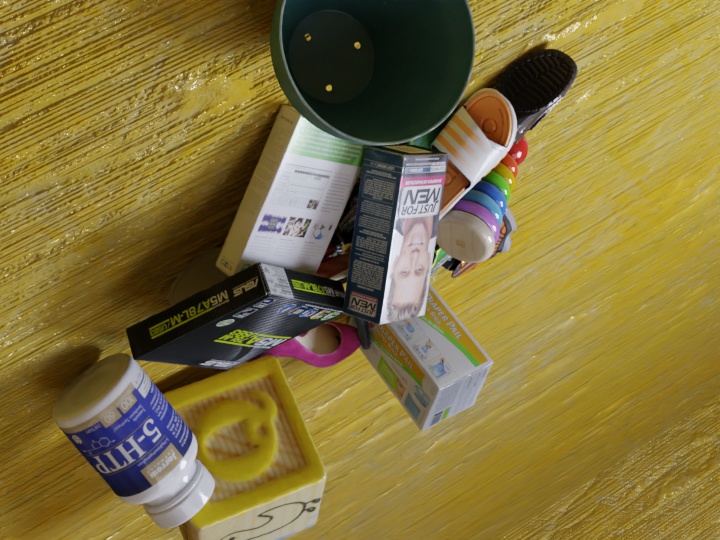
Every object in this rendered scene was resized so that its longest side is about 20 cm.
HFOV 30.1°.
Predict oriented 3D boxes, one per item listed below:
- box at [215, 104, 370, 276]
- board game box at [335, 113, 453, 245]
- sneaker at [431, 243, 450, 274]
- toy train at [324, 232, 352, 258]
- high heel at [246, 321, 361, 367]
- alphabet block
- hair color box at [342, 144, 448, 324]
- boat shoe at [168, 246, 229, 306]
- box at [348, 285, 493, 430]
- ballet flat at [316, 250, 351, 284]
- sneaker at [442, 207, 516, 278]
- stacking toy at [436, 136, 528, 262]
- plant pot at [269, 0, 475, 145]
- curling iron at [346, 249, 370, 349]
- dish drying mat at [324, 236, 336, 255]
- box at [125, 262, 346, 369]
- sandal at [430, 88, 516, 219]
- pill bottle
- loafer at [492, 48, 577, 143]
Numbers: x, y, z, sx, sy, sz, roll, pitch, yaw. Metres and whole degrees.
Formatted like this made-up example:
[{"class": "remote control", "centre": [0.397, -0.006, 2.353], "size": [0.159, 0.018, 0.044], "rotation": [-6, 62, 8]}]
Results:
[{"class": "box", "centre": [-0.072, -0.082, 1.521], "size": [0.144, 0.036, 0.201], "rotation": [6, 114, -53]}, {"class": "board game box", "centre": [0.040, -0.123, 1.650], "size": [0.200, 0.023, 0.105], "rotation": [-43, 155, -11]}, {"class": "sneaker", "centre": [0.104, -0.049, 1.809], "size": [0.200, 0.078, 0.085], "rotation": [-38, 174, 0]}, {"class": "toy train", "centre": [-0.050, -0.008, 1.749], "size": [0.046, 0.034, 0.201], "rotation": [-2, 136, -34]}, {"class": "high heel", "centre": [-0.063, 0.086, 1.859], "size": [0.199, 0.068, 0.096], "rotation": [0, 148, -34]}, {"class": "alphabet block", "centre": [-0.171, 0.264, 1.824], "size": [0.194, 0.197, 0.200], "rotation": [-21, 156, -15]}, {"class": "hair color box", "centre": [0.042, -0.044, 1.579], "size": [0.100, 0.060, 0.202], "rotation": [-9, 111, -53]}, {"class": "boat shoe", "centre": [-0.138, -0.001, 1.604], "size": [0.200, 0.073, 0.063], "rotation": [-36, 153, -14]}, {"class": "box", "centre": [0.081, 0.108, 1.926], "size": [0.101, 0.200, 0.113], "rotation": [-23, 150, -29]}, {"class": "ballet flat", "centre": [0.000, 0.000, 1.686], "size": [0.199, 0.063, 0.069], "rotation": [-21, 163, 23]}, {"class": "sneaker", "centre": [0.158, -0.047, 1.908], "size": [0.112, 0.078, 0.200], "rotation": [-35, 155, -8]}, {"class": "stacking toy", "centre": [0.168, -0.107, 1.749], "size": [0.086, 0.085, 0.201], "rotation": [102, 15, -55]}, {"class": "plant pot", "centre": [-0.006, -0.218, 1.306], "size": [0.199, 0.201, 0.135], "rotation": [-28, -169, -19]}, {"class": "curling iron", "centre": [0.005, 0.041, 1.856], "size": [0.201, 0.049, 0.026], "rotation": [91, 24, -43]}, {"class": "dish drying mat", "centre": [-0.118, 0.014, 1.652], "size": [0.199, 0.018, 0.077], "rotation": [-31, -174, 5]}, {"class": "box", "centre": [-0.138, 0.057, 1.558], "size": [0.192, 0.048, 0.200], "rotation": [-28, 161, 21]}, {"class": "sandal", "centre": [0.114, -0.127, 1.636], "size": [0.207, 0.079, 0.059], "rotation": [-53, 172, 19]}, {"class": "pill bottle", "centre": [-0.268, 0.211, 1.621], "size": [0.119, 0.120, 0.200], "rotation": [-36, 112, -2]}, {"class": "loafer", "centre": [0.191, -0.203, 1.700], "size": [0.200, 0.073, 0.071], "rotation": [-40, 166, -1]}]
